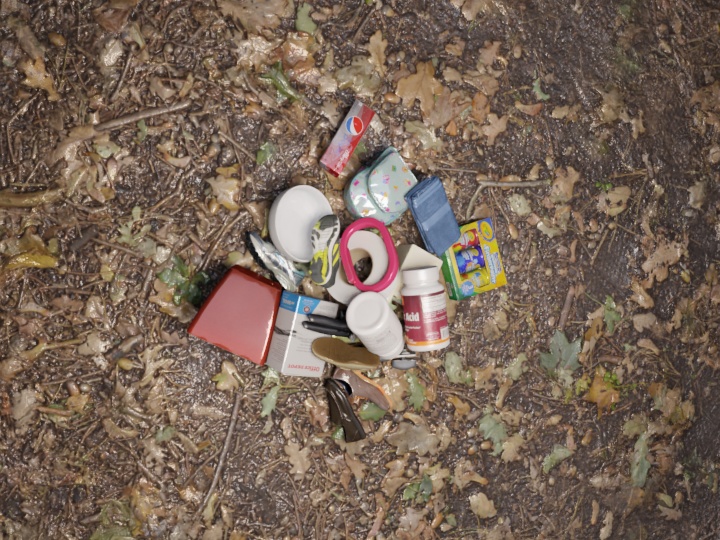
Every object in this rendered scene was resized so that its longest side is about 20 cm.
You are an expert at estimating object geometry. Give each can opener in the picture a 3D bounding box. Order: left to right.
[{"bbox_3d":[-0.069,0.147,1.375,0.197,0.079,0.064,7,124,-41],"label":"can opener"},{"bbox_3d":[0.066,0.256,1.485,0.195,0.053,0.069,-3,93,-11],"label":"can opener"}]

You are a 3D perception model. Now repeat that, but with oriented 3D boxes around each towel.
[{"bbox_3d":[0.198,-0.146,1.402,0.111,0.048,0.202,-37,122,-12],"label":"towel"}]

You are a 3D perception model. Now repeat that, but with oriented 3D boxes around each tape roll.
[{"bbox_3d":[0.000,0.000,1.396,0.198,0.071,0.207,-9,69,24],"label":"tape roll"}]

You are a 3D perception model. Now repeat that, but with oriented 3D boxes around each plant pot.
[{"bbox_3d":[-0.292,0.096,1.310,0.197,0.200,0.179,26,91,-9],"label":"plant pot"}]

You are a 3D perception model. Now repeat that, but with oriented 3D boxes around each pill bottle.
[{"bbox_3d":[0.046,0.148,1.332,0.112,0.201,0.117,-10,57,16],"label":"pill bottle"},{"bbox_3d":[0.164,0.095,1.341,0.111,0.114,0.205,-8,94,-12],"label":"pill bottle"}]

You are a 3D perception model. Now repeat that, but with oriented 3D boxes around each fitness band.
[{"bbox_3d":[0.022,-0.039,1.339,0.141,0.037,0.204,-24,64,14],"label":"fitness band"}]

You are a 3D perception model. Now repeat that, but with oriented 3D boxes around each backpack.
[{"bbox_3d":[0.057,-0.215,1.422,0.199,0.153,0.177,-39,105,-5],"label":"backpack"}]

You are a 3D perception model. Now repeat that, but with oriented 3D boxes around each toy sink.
[{"bbox_3d":[0.128,0.042,1.454,0.110,0.130,0.203,28,85,-12],"label":"toy sink"}]

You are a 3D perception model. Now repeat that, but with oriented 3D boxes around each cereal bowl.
[{"bbox_3d":[-0.166,-0.121,1.388,0.197,0.082,0.206,2,87,-43],"label":"cereal bowl"}]

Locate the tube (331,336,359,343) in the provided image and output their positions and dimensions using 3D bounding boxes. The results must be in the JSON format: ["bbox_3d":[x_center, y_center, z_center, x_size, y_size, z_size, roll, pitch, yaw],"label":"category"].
[{"bbox_3d":[0.007,0.173,1.474,0.195,0.052,0.059,-7,128,-16],"label":"tube"}]

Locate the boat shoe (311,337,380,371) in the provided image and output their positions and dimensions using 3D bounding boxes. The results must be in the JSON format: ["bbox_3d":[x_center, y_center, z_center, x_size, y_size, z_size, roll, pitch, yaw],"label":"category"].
[{"bbox_3d":[-0.045,0.234,1.388,0.196,0.065,0.072,19,47,-22],"label":"boat shoe"}]

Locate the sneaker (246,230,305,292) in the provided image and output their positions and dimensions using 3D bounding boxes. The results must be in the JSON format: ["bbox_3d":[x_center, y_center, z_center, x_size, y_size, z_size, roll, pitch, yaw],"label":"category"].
[{"bbox_3d":[-0.228,-0.033,1.408,0.086,0.077,0.201,-44,107,-20],"label":"sneaker"}]

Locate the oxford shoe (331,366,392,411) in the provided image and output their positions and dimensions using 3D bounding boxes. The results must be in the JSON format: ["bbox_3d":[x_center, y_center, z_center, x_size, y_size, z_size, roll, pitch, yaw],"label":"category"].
[{"bbox_3d":[0.003,0.336,1.453,0.199,0.071,0.073,40,57,-4],"label":"oxford shoe"}]

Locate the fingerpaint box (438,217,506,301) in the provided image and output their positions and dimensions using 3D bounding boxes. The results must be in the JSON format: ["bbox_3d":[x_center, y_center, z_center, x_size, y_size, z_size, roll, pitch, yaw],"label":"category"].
[{"bbox_3d":[0.319,-0.034,1.524,0.163,0.073,0.205,-16,95,-11],"label":"fingerpaint box"}]

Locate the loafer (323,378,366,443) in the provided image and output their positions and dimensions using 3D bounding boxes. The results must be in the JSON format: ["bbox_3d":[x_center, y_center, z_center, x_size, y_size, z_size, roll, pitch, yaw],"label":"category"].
[{"bbox_3d":[-0.055,0.397,1.449,0.070,0.073,0.203,-29,97,-10],"label":"loafer"}]

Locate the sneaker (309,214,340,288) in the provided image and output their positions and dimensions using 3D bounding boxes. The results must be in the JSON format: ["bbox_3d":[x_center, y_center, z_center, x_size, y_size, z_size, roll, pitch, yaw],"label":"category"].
[{"bbox_3d":[-0.090,-0.049,1.369,0.073,0.085,0.204,3,68,17],"label":"sneaker"}]

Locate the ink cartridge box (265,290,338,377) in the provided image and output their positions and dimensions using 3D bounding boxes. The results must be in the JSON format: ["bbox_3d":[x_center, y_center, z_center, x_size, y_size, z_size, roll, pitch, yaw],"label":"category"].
[{"bbox_3d":[-0.154,0.170,1.387,0.144,0.083,0.205,17,87,-45],"label":"ink cartridge box"}]

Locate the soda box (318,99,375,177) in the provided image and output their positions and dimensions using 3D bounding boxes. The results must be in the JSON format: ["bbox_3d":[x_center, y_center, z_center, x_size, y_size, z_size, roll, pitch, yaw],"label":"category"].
[{"bbox_3d":[-0.039,-0.362,1.438,0.069,0.063,0.203,31,85,-11],"label":"soda box"}]
